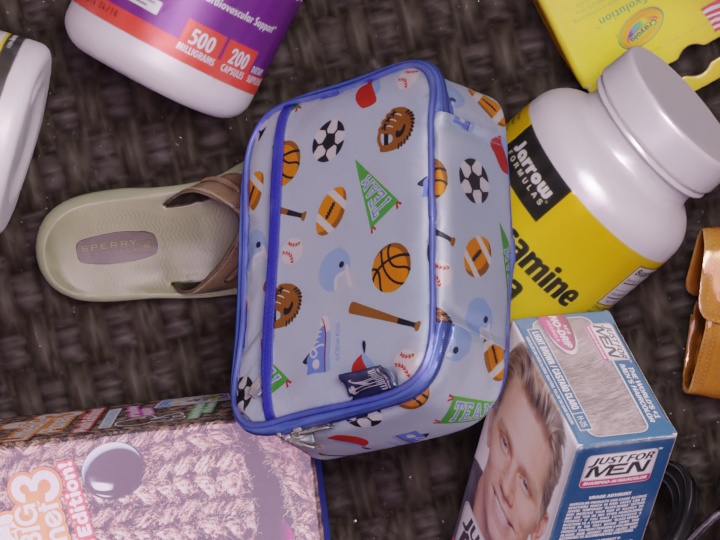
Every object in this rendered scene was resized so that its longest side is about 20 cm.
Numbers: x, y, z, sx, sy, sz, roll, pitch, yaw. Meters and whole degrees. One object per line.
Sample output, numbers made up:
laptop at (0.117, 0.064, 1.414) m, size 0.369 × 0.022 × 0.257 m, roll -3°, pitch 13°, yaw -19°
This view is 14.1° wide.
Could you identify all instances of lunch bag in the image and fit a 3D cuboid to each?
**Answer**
lunch bag at (0.000, 0.000, 1.510) m, size 0.160 × 0.075 × 0.201 m, roll -13°, pitch 64°, yaw 39°

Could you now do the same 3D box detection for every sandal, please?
sandal at (-0.081, -0.019, 1.613) m, size 0.200 × 0.057 × 0.080 m, roll -13°, pitch 96°, yaw 2°

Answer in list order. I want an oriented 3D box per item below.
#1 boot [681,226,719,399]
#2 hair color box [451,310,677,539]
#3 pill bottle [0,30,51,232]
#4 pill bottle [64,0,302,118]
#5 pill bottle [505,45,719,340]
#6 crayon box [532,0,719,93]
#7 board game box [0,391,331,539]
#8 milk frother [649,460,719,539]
boot at (0.258, -0.013, 1.599) m, size 0.144 × 0.071 × 0.202 m, roll 11°, pitch 103°, yaw -10°
hair color box at (0.102, 0.129, 1.555) m, size 0.060 × 0.100 × 0.200 m, roll -4°, pitch 132°, yaw -21°
pill bottle at (-0.276, -0.096, 1.581) m, size 0.199 × 0.111 × 0.112 m, roll 16°, pitch 96°, yaw 0°
pill bottle at (-0.071, -0.191, 1.568) m, size 0.112 × 0.112 × 0.200 m, roll 27°, pitch 96°, yaw -2°
pill bottle at (0.100, -0.024, 1.561) m, size 0.200 × 0.112 × 0.112 m, roll -42°, pitch 94°, yaw 20°
crayon box at (0.142, -0.190, 1.583) m, size 0.127 × 0.051 × 0.200 m, roll -27°, pitch 109°, yaw 2°
board game box at (-0.116, 0.158, 1.612) m, size 0.199 × 0.097 × 0.160 m, roll -7°, pitch 96°, yaw 1°
milk frother at (0.240, 0.184, 1.603) m, size 0.180 × 0.200 × 0.188 m, roll -36°, pitch 111°, yaw -21°
